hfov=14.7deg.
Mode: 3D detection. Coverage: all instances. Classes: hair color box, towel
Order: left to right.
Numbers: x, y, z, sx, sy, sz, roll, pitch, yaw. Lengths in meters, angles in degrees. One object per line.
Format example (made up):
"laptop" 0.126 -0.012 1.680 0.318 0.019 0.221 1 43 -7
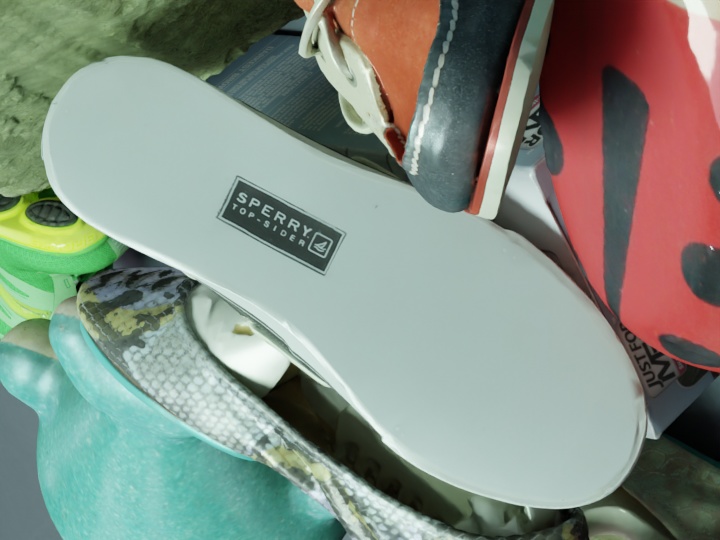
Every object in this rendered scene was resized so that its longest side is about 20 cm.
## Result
"towel" -0.091 -0.079 0.823 0.037 0.148 0.200 61 -167 15
"hair color box" 0.026 -0.016 0.893 0.200 0.061 0.099 10 135 52

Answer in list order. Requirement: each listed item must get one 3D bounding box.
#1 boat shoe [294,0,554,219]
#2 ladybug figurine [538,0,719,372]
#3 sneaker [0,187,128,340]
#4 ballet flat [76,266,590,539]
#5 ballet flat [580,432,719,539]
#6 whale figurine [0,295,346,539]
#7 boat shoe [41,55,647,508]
"boat shoe" 0.011 -0.070 0.731 0.062 0.200 0.071 16 111 -9
"ladybug figurine" 0.095 -0.044 0.718 0.136 0.072 0.200 42 150 38
"sneaker" -0.120 -0.011 1.112 0.084 0.074 0.200 57 162 -10
"ballet flat" -0.004 0.042 0.893 0.200 0.072 0.072 38 151 19
"ballet flat" 0.071 0.071 0.937 0.200 0.062 0.067 30 148 34
"whale figurine" -0.068 0.068 1.037 0.159 0.104 0.200 20 168 9
"boat shoe" 0.000 0.000 0.825 0.200 0.071 0.064 35 -177 10
